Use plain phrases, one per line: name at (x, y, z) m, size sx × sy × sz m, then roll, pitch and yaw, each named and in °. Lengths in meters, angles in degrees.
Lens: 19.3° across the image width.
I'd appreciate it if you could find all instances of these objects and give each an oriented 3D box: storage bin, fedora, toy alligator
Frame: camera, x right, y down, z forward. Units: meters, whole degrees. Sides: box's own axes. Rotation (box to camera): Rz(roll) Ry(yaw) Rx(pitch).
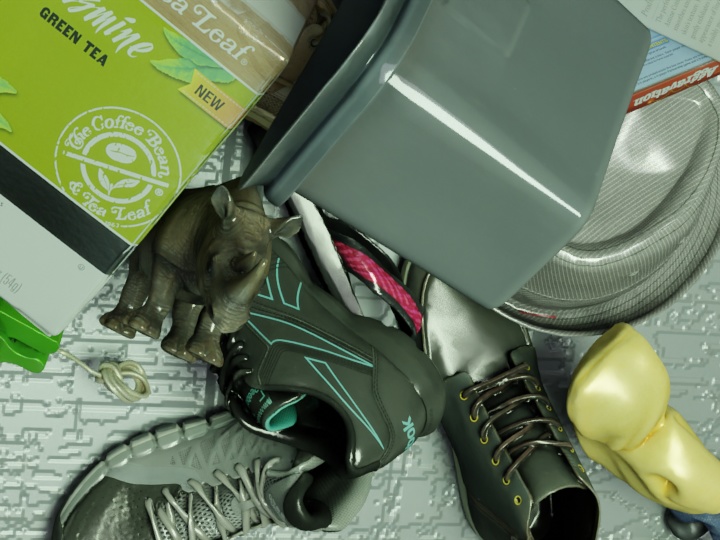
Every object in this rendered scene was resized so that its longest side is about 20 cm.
storage bin at (0.056, -0.091, 0.986) m, size 0.134 × 0.201 × 0.146 m, roll 35°, pitch 132°, yaw -10°
fedora at (0.137, -0.059, 1.174) m, size 0.199 × 0.090 × 0.178 m, roll -27°, pitch 90°, yaw -20°
toy alligator at (-0.204, 0.025, 1.124) m, size 0.199 × 0.060 × 0.054 m, roll 36°, pitch 130°, yaw -25°

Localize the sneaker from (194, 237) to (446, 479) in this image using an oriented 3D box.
sneaker at (-0.050, 0.034, 1.118) m, size 0.199 × 0.076 × 0.079 m, roll 33°, pitch 50°, yaw 15°

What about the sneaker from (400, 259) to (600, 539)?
sneaker at (0.086, 0.075, 1.200) m, size 0.074 × 0.106 × 0.202 m, roll -23°, pitch 106°, yaw -13°

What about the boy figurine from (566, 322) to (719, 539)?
boy figurine at (0.169, 0.098, 1.222) m, size 0.065 × 0.124 × 0.200 m, roll -49°, pitch 132°, yaw -7°

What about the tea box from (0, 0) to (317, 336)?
tea box at (-0.154, -0.118, 1.011) m, size 0.199 × 0.134 × 0.197 m, roll 37°, pitch 116°, yaw -10°

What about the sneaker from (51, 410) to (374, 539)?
sneaker at (-0.071, 0.122, 1.150) m, size 0.199 × 0.115 × 0.076 m, roll -30°, pitch 111°, yaw -12°

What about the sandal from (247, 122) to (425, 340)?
sandal at (0.000, 0.000, 1.174) m, size 0.045 × 0.075 × 0.201 m, roll -27°, pitch 105°, yaw -4°

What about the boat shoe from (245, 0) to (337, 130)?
boat shoe at (-0.037, -0.114, 1.128) m, size 0.198 × 0.072 × 0.065 m, roll 10°, pitch 134°, yaw -17°

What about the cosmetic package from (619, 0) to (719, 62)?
cosmetic package at (0.148, -0.193, 1.115) m, size 0.199 × 0.102 × 0.074 m, roll 28°, pitch 53°, yaw 7°

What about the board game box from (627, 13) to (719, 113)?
board game box at (0.094, -0.116, 1.121) m, size 0.199 × 0.020 × 0.103 m, roll -23°, pitch 64°, yaw -25°

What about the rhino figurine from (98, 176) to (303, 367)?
rhino figurine at (-0.075, -0.003, 1.024) m, size 0.059 × 0.200 × 0.088 m, roll 25°, pitch 82°, yaw -15°
